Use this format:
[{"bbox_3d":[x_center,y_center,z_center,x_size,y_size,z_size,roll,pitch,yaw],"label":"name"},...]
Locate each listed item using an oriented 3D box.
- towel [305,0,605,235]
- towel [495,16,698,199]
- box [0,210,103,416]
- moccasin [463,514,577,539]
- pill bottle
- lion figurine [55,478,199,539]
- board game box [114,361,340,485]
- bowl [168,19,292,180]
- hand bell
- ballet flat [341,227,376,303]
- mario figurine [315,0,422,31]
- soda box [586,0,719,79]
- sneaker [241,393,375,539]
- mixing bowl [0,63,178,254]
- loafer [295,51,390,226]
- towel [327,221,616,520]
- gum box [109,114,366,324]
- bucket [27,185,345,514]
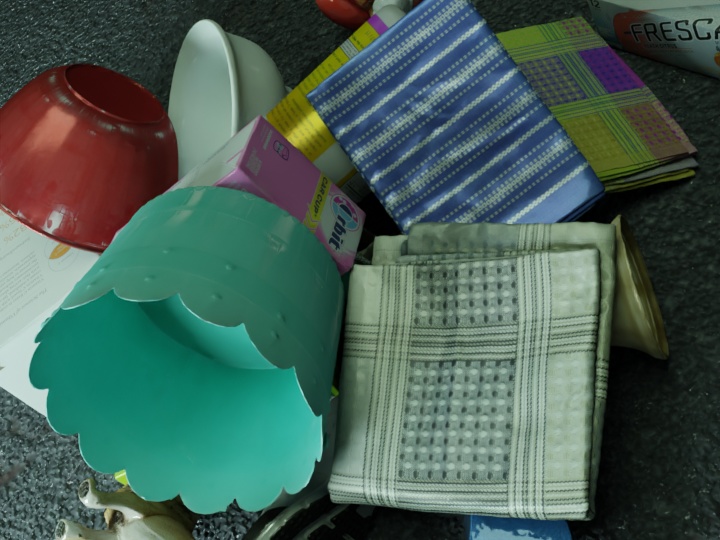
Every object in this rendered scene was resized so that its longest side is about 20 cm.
[{"bbox_3d":[0.070,-0.093,0.777,0.144,0.024,0.201,-36,88,8],"label":"towel"},{"bbox_3d":[0.169,-0.134,0.861,0.142,0.023,0.201,-14,51,-14],"label":"towel"},{"bbox_3d":[-0.298,0.008,1.011,0.152,0.107,0.201,-36,48,3],"label":"box"},{"bbox_3d":[0.108,0.165,0.704,0.079,0.068,0.202,-15,54,11],"label":"moccasin"},{"bbox_3d":[-0.016,-0.112,0.852,0.200,0.104,0.105,-41,48,8],"label":"pill bottle"},{"bbox_3d":[-0.141,0.203,0.766,0.200,0.122,0.073,35,98,51],"label":"lion figurine"},{"bbox_3d":[-0.117,0.100,0.886,0.198,0.048,0.102,-27,50,11],"label":"board game box"},{"bbox_3d":[-0.112,-0.127,0.982,0.201,0.089,0.204,-4,86,64],"label":"bowl"},{"bbox_3d":[0.111,0.041,0.763,0.198,0.104,0.105,-19,52,20],"label":"hand bell"},{"bbox_3d":[0.000,0.000,0.878,0.072,0.072,0.200,-47,50,-7],"label":"ballet flat"},{"bbox_3d":[0.045,-0.308,1.027,0.198,0.107,0.124,-24,15,3],"label":"mario figurine"},{"bbox_3d":[0.285,-0.205,0.853,0.199,0.064,0.069,29,76,40],"label":"soda box"},{"bbox_3d":[-0.025,0.159,0.790,0.200,0.074,0.080,-46,38,-13],"label":"sneaker"},{"bbox_3d":[-0.243,-0.116,0.958,0.109,0.198,0.201,-58,43,25],"label":"mixing bowl"},{"bbox_3d":[-0.017,-0.114,0.968,0.070,0.068,0.202,-40,49,27],"label":"loafer"},{"bbox_3d":[0.071,0.060,0.702,0.190,0.034,0.203,-3,69,31],"label":"towel"},{"bbox_3d":[-0.107,-0.014,0.808,0.199,0.113,0.067,-31,28,35],"label":"gum box"},{"bbox_3d":[-0.108,0.053,0.726,0.205,0.209,0.135,-10,35,23],"label":"bucket"}]
